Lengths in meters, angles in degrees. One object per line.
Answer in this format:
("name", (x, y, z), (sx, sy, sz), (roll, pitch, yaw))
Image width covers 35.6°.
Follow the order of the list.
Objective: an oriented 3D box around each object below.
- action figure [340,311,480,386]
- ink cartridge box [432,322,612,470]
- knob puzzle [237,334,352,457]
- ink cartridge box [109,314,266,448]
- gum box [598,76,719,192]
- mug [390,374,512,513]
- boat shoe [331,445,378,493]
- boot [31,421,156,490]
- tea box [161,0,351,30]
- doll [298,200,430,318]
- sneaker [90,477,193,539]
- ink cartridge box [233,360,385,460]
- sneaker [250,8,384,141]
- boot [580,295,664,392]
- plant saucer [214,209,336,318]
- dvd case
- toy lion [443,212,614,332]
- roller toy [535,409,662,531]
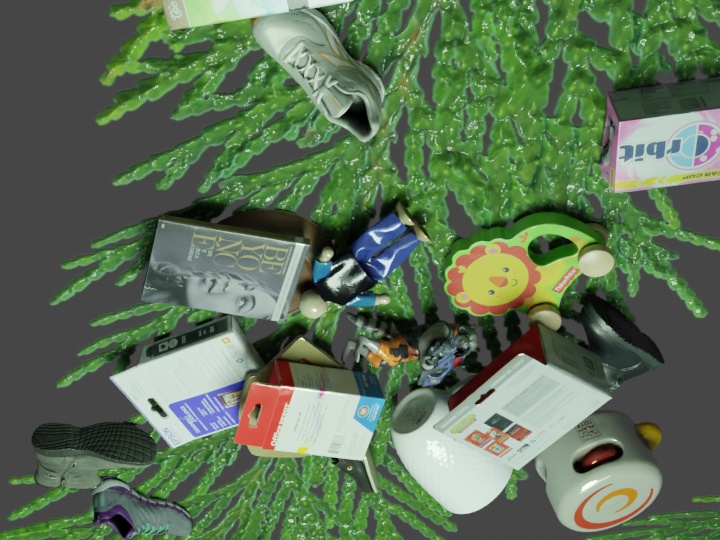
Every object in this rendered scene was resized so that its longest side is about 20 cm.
("action figure", (0.081, 0.100, 1.603), (0.192, 0.105, 0.200), (-2, 160, -12))
("ink cartridge box", (0.223, 0.175, 1.607), (0.175, 0.084, 0.200), (28, 125, -27))
("knob puzzle", (-0.097, 0.203, 1.678), (0.218, 0.031, 0.221), (-6, 122, -9))
("ink cartridge box", (-0.238, 0.169, 1.668), (0.199, 0.044, 0.199), (-20, 134, 9))
("gum box", (0.398, -0.170, 1.397), (0.198, 0.066, 0.114), (-7, 133, 1))
("mug", (0.149, 0.249, 1.743), (0.200, 0.148, 0.175), (-46, 120, -4))
("boat shoe", (-0.017, 0.285, 1.791), (0.063, 0.074, 0.202), (-16, 128, 7))
("boot", (-0.418, 0.300, 1.771), (0.198, 0.068, 0.131), (6, 139, -2))
("tea box", (-0.115, -0.366, 1.095), (0.195, 0.134, 0.201), (-9, 135, 2))
("doll", (0.000, 0.000, 1.500), (0.200, 0.049, 0.136), (-38, 128, 11))
("sneaker", (-0.367, 0.424, 1.872), (0.199, 0.088, 0.074), (31, 124, -31))
("ink cartridge box", (-0.078, 0.201, 1.622), (0.199, 0.067, 0.117), (10, 117, -18))
("sneaker", (-0.041, -0.224, 1.273), (0.076, 0.092, 0.200), (-38, 127, 27))
("boot", (0.341, 0.137, 1.685), (0.168, 0.077, 0.200), (-38, 134, 22))
("plant saucer", (-0.130, 0.003, 1.526), (0.199, 0.037, 0.201), (-3, 136, -3))
("dvd case", (-0.179, 0.000, 1.480), (0.199, 0.016, 0.149), (9, 132, -15))
("toy lion", (0.219, -0.005, 1.549), (0.191, 0.069, 0.200), (23, 128, -17))
("roller toy", (0.385, 0.320, 1.828), (0.181, 0.140, 0.200), (13, 129, -32))
